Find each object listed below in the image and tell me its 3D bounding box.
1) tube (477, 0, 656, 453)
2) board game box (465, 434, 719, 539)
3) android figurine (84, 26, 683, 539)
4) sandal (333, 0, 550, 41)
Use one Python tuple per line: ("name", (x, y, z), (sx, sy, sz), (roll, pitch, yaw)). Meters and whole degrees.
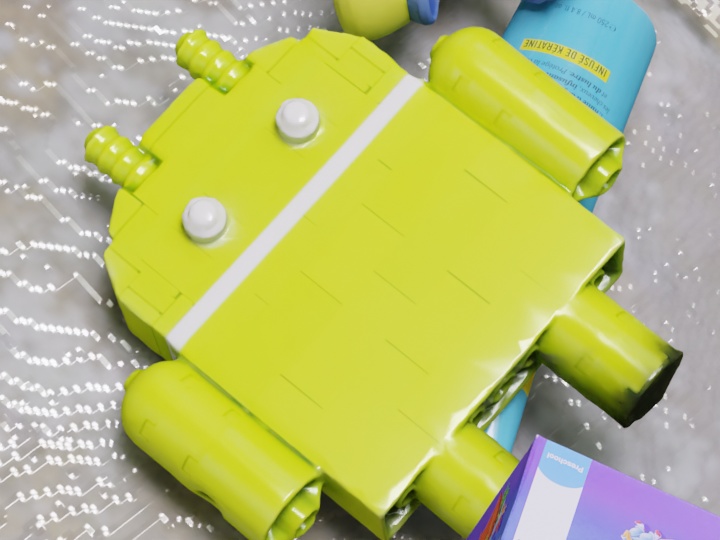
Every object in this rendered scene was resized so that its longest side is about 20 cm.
("tube", (0.044, -0.011, 0.893), (0.077, 0.050, 0.201), (19, 62, 13))
("board game box", (0.116, 0.134, 0.777), (0.199, 0.135, 0.045), (24, 57, -2))
("android figurine", (0.000, 0.000, 0.847), (0.200, 0.041, 0.182), (40, 76, 15))
("sandal", (0.049, -0.164, 0.928), (0.087, 0.080, 0.201), (8, 66, 10))
